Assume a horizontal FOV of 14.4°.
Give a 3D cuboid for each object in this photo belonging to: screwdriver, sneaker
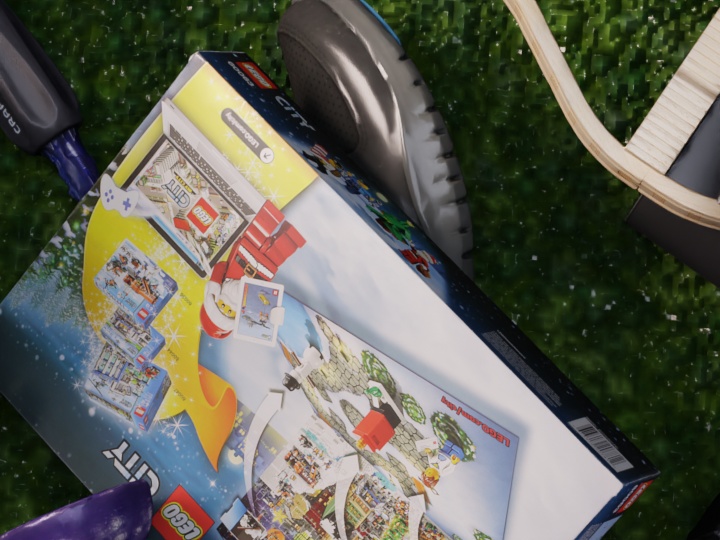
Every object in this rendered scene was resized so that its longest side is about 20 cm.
[{"bbox_3d":[-0.086,-0.011,0.985,0.029,0.028,0.200,-32,84,23],"label":"screwdriver"},{"bbox_3d":[0.000,0.000,0.965,0.082,0.073,0.201,-17,81,-4],"label":"sneaker"}]

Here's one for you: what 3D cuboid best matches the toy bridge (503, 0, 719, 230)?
[{"bbox_3d":[0.105,-0.056,0.913,0.200,0.027,0.067,34,84,5],"label":"toy bridge"}]

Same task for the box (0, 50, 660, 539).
[{"bbox_3d":[-0.020,0.045,0.925,0.200,0.038,0.137,46,110,16],"label":"box"}]

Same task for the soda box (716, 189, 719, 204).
[{"bbox_3d":[0.174,-0.082,0.881,0.071,0.063,0.200,30,44,-1],"label":"soda box"}]

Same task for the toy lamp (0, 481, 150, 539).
[{"bbox_3d":[-0.051,0.167,0.892,0.058,0.058,0.200,-22,85,-7],"label":"toy lamp"}]

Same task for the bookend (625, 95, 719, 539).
[{"bbox_3d":[0.159,0.026,0.961,0.199,0.092,0.200,35,82,4],"label":"bookend"}]
